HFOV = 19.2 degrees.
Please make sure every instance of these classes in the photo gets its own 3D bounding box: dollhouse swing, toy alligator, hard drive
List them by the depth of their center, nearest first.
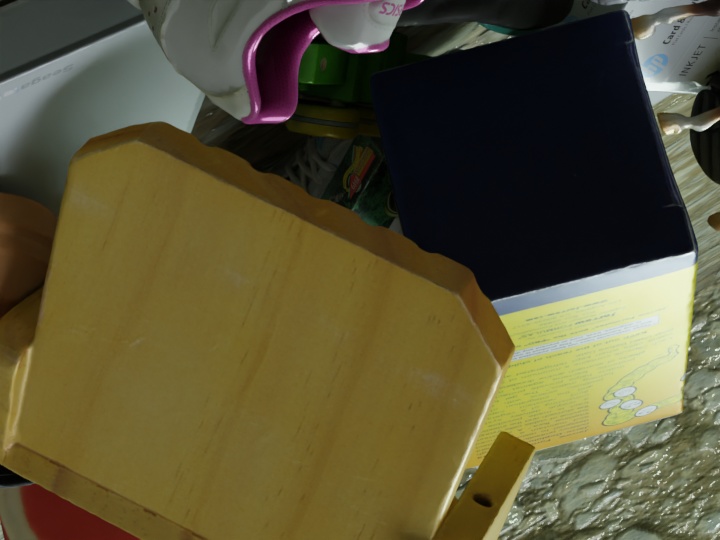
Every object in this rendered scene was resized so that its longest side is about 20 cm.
[{"bbox_3d":[-0.118,-0.056,0.813,0.131,0.026,0.200,-26,170,-20],"label":"hard drive"},{"bbox_3d":[-0.023,0.024,0.826,0.177,0.199,0.182,-69,170,24],"label":"dollhouse swing"},{"bbox_3d":[-0.026,-0.086,0.856,0.054,0.060,0.200,11,-172,23],"label":"toy alligator"}]

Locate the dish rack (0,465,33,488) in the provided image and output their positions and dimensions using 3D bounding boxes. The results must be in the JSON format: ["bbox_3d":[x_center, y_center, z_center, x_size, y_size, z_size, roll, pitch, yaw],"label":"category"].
[{"bbox_3d":[-0.109,0.045,1.053,0.198,0.055,0.154,-9,156,-2],"label":"dish rack"}]

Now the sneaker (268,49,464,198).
[{"bbox_3d":[-0.008,-0.054,1.054,0.199,0.075,0.087,-30,143,20],"label":"sneaker"}]

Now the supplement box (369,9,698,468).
[{"bbox_3d":[0.075,-0.006,0.900,0.108,0.110,0.200,-14,158,1],"label":"supplement box"}]

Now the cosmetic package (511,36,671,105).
[{"bbox_3d":[0.173,-0.147,1.053,0.199,0.072,0.101,-30,170,3],"label":"cosmetic package"}]

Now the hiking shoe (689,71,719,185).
[{"bbox_3d":[0.246,-0.097,0.955,0.199,0.076,0.100,-31,154,21],"label":"hiking shoe"}]

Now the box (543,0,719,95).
[{"bbox_3d":[0.197,-0.145,0.945,0.199,0.041,0.156,-1,137,-36],"label":"box"}]

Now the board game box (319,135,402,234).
[{"bbox_3d":[0.000,0.000,1.010,0.104,0.024,0.201,-13,145,-43],"label":"board game box"}]

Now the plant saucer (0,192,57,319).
[{"bbox_3d":[-0.208,0.026,0.829,0.198,0.038,0.200,-19,167,-4],"label":"plant saucer"}]

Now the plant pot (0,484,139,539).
[{"bbox_3d":[-0.141,0.154,1.347,0.199,0.201,0.178,-28,159,-5],"label":"plant pot"}]

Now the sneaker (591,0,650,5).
[{"bbox_3d":[0.143,-0.173,0.770,0.075,0.116,0.199,-21,-178,-39],"label":"sneaker"}]

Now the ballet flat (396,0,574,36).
[{"bbox_3d":[0.039,-0.126,0.810,0.199,0.068,0.069,-16,151,-54],"label":"ballet flat"}]

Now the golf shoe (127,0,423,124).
[{"bbox_3d":[0.009,-0.124,0.661,0.200,0.092,0.075,-37,166,28],"label":"golf shoe"}]

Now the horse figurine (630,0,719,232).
[{"bbox_3d":[0.196,-0.064,0.876,0.131,0.050,0.201,-18,133,17],"label":"horse figurine"}]
